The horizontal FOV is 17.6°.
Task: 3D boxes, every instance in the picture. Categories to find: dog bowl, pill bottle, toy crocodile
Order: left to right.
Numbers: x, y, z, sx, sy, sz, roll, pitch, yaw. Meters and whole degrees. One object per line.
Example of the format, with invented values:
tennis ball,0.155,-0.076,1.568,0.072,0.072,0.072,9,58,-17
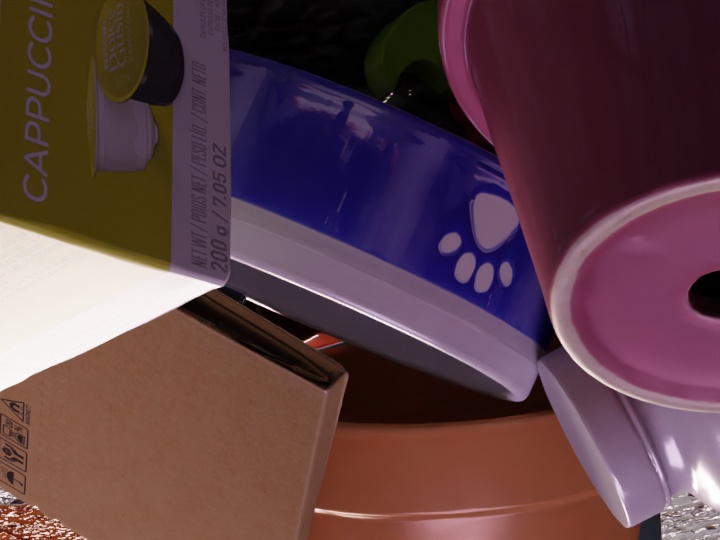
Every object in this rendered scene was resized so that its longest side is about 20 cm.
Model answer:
dog bowl,-0.008,-0.019,0.979,0.200,0.079,0.200,23,175,2
toy crocodile,0.089,-0.050,0.989,0.200,0.062,0.067,38,164,-23
pill bottle,0.177,0.024,0.938,0.200,0.113,0.112,-28,157,-3

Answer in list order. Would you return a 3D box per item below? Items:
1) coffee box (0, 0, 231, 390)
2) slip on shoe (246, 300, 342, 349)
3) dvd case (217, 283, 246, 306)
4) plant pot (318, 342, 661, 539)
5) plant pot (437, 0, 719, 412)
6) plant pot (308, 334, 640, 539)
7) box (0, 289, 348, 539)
coffee box,-0.181,-0.078,0.767,0.198,0.200,0.200,18,150,-41
slip on shoe,0.000,0.000,1.139,0.061,0.074,0.200,-16,176,-43
dvd case,-0.157,0.024,1.060,0.200,0.025,0.150,23,140,5
plant pot,0.046,0.084,1.278,0.141,0.141,0.200,-22,147,39
plant pot,0.127,-0.057,0.821,0.200,0.179,0.200,0,140,0
plant pot,0.047,0.115,1.088,0.200,0.140,0.200,-4,-170,1
box,-0.090,0.069,1.016,0.163,0.021,0.200,28,141,14
